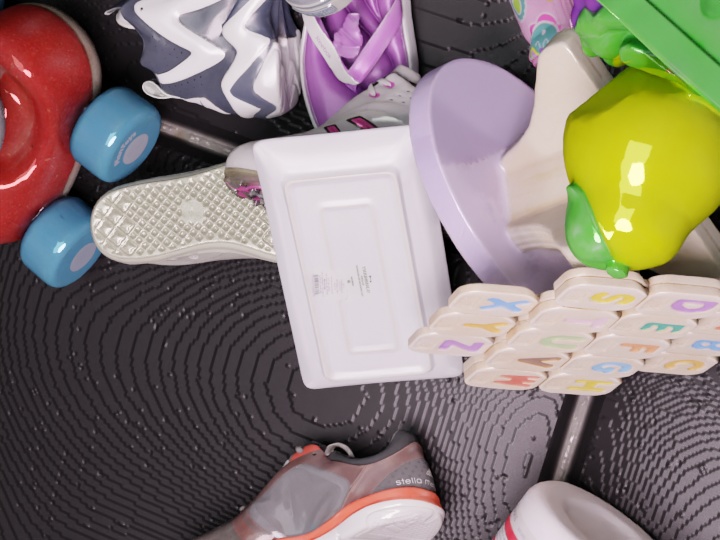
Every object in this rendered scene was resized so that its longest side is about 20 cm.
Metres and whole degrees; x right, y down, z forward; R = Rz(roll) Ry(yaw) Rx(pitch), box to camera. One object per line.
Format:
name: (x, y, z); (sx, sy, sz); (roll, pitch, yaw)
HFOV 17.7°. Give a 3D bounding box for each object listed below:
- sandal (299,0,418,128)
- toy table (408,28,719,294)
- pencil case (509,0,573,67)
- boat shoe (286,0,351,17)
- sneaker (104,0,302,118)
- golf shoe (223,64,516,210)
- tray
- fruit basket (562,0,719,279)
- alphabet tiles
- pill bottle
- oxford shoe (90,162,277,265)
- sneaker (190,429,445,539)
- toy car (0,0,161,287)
sandal: (-0.006, -0.170, 1.492); (0.082, 0.050, 0.203); (5, 96, 22)
toy table: (0.132, -0.052, 1.374); (0.200, 0.184, 0.117); (43, 141, -23)
pencil case: (0.115, -0.228, 1.420); (0.087, 0.087, 0.201); (-17, 89, 23)
boat shoe: (-0.022, -0.262, 1.448); (0.070, 0.071, 0.201); (-1, 69, 27)
sneaker: (-0.108, -0.200, 1.514); (0.129, 0.079, 0.200); (1, 105, 14)
golf shoe: (0.012, -0.082, 1.469); (0.199, 0.073, 0.092); (-4, 81, 0)
tray: (0.000, 0.000, 1.449); (0.107, 0.022, 0.200); (-5, 127, 9)
fruit basket: (0.170, -0.096, 1.274); (0.215, 0.156, 0.216); (-8, 115, -16)
alphabet tiles: (0.136, 0.039, 1.373); (0.195, 0.200, 0.015); (5, 69, -16)
pill bottle: (0.100, 0.241, 1.449); (0.112, 0.112, 0.200); (38, 107, 15)
oxford shoe: (-0.079, -0.038, 1.533); (0.199, 0.058, 0.075); (-5, 86, 8)
sneaker: (-0.035, 0.159, 1.533); (0.200, 0.077, 0.082); (-19, 60, 22)
toy car: (-0.273, -0.084, 1.517); (0.184, 0.200, 0.177); (39, 119, 17)
